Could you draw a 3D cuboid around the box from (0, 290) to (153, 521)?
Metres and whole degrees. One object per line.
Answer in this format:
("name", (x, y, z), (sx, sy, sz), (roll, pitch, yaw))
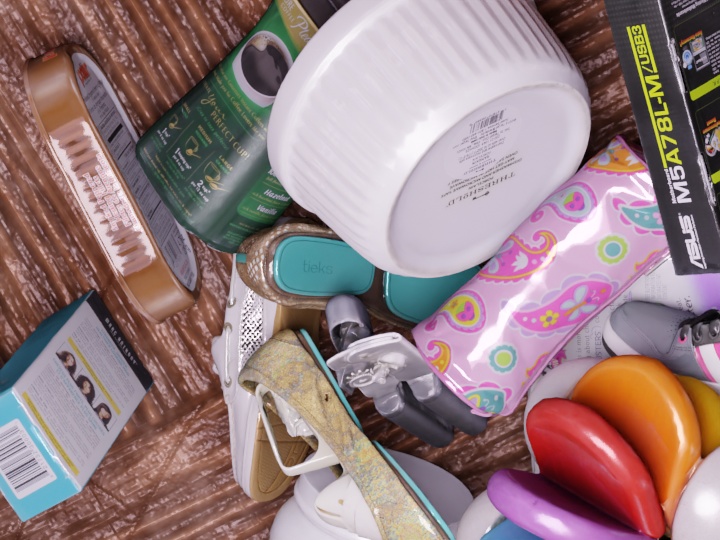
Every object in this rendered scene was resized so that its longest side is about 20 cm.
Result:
("box", (-0.203, 0.088, 1.441), (0.049, 0.200, 0.082), (-29, 101, 16))

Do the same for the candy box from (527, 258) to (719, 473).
("candy box", (0.212, 0.059, 1.439), (0.199, 0.072, 0.168), (-1, 106, 8))

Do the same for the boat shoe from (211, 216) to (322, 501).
("boat shoe", (-0.070, 0.059, 1.486), (0.069, 0.071, 0.201), (11, 97, 32))

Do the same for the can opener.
("can opener", (0.030, 0.064, 1.425), (0.053, 0.200, 0.067), (-22, 67, 14))

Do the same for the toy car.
("toy car", (0.139, 0.142, 1.273), (0.175, 0.150, 0.200), (29, 88, 37))

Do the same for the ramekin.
("ramekin", (0.051, -0.087, 1.341), (0.200, 0.200, 0.105), (-51, 56, 18))

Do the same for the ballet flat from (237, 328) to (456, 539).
("ballet flat", (-0.015, 0.125, 1.387), (0.071, 0.071, 0.200), (-46, 63, 18))

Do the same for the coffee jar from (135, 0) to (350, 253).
("coffee jar", (-0.051, -0.112, 1.410), (0.200, 0.085, 0.104), (-45, 59, 18))

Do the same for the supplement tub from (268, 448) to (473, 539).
("supplement tub", (-0.002, 0.238, 1.487), (0.145, 0.145, 0.200), (14, 109, 4))

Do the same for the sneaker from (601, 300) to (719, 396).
("sneaker", (0.246, 0.028, 1.315), (0.200, 0.084, 0.121), (20, 123, 25))

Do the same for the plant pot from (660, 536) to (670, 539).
("plant pot", (0.218, 0.268, 1.438), (0.200, 0.193, 0.201), (3, 107, 8))

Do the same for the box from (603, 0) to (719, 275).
("box", (0.237, -0.121, 1.319), (0.047, 0.200, 0.194), (-1, 112, 41))

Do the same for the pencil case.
("pencil case", (0.127, 0.004, 1.354), (0.200, 0.087, 0.087), (-44, 97, 7))

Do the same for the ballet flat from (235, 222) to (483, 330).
("ballet flat", (0.000, 0.000, 1.435), (0.200, 0.065, 0.071), (13, 87, -38))

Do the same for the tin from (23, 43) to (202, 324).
("tin", (-0.165, -0.060, 1.439), (0.042, 0.112, 0.200), (-26, 103, 5))
